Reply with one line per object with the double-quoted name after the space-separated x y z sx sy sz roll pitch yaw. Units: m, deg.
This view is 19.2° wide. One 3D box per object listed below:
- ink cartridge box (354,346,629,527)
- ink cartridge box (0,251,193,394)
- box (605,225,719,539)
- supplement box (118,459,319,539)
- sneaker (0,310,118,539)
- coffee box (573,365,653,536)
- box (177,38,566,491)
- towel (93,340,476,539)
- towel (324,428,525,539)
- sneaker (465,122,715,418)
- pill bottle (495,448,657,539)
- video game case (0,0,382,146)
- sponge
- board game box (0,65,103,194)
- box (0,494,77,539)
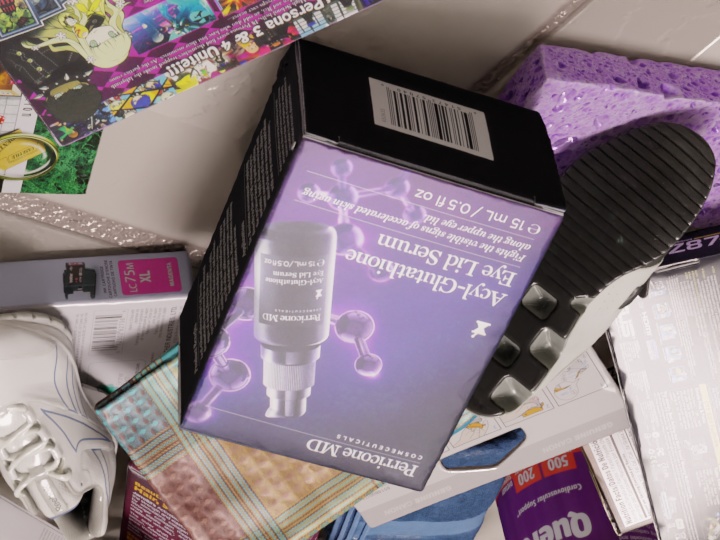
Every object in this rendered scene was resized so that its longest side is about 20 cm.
0.050 0.063 1.330 0.199 0.045 0.176 -23 130 16 "ink cartridge box"
-0.202 0.040 1.255 0.199 0.042 0.120 -6 147 -15 "ink cartridge box"
0.239 0.069 1.291 0.160 0.049 0.201 -13 112 12 "box"
-0.089 0.166 1.378 0.110 0.086 0.200 31 150 8 "supplement box"
-0.184 0.090 1.222 0.074 0.087 0.200 -19 147 11 "sneaker"
0.246 0.087 1.390 0.199 0.113 0.080 -22 102 15 "coffee box"
0.000 0.000 1.134 0.147 0.105 0.201 15 122 -14 "box"
-0.036 0.077 1.245 0.200 0.022 0.147 -36 103 -1 "towel"
0.042 0.159 1.498 0.111 0.049 0.200 1 144 -14 "towel"
0.127 -0.003 1.213 0.200 0.074 0.088 -48 166 13 "sneaker"
0.164 0.213 1.485 0.112 0.201 0.113 -9 146 -6 "pill bottle"
-0.091 -0.160 0.969 0.199 0.036 0.182 -24 138 7 "video game case"
0.164 -0.073 1.218 0.199 0.030 0.112 6 142 -26 "sponge"
-0.172 -0.107 1.065 0.104 0.024 0.200 -2 145 -19 "board game box"
-0.212 0.176 1.340 0.200 0.036 0.144 37 163 -27 "box"
